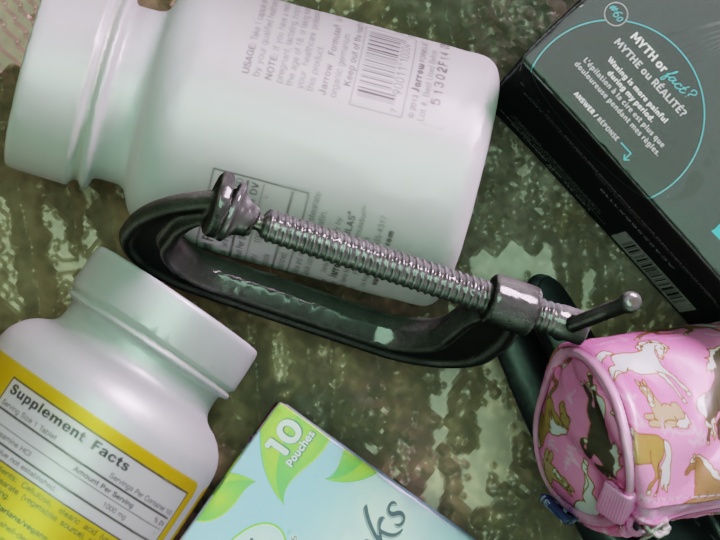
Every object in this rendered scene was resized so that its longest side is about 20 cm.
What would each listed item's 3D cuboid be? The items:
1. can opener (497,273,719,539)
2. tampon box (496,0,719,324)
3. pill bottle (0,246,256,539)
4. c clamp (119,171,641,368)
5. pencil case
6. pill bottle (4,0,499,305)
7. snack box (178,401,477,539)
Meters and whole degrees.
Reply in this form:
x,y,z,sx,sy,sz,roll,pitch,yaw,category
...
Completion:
x,y,z,sx,sy,sz,roll,pitch,yaw,category
0.115,0.096,1.114,0.063,0.079,0.200,-36,86,34,can opener
0.182,-0.097,1.088,0.200,0.126,0.150,-42,90,-6,tampon box
-0.134,0.095,1.063,0.112,0.112,0.200,34,85,-1,pill bottle
0.000,0.000,1.021,0.199,0.171,0.027,16,72,-7,c clamp
0.173,0.065,1.069,0.199,0.083,0.087,-5,102,-29,pencil case
-0.048,-0.062,1.076,0.199,0.114,0.115,15,86,-3,pill bottle
0.003,0.173,1.097,0.200,0.053,0.142,36,84,-1,snack box
